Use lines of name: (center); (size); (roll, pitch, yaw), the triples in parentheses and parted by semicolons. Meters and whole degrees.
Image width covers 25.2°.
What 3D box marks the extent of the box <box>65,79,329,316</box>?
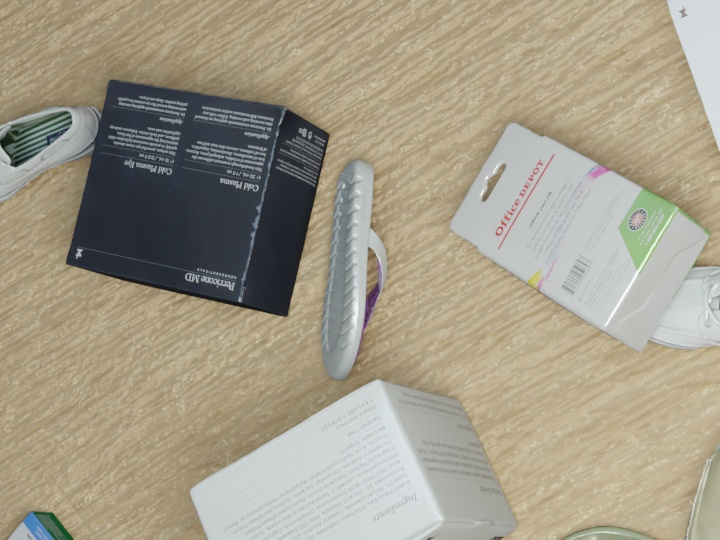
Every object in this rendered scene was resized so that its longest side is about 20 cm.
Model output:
box: (-0.154, -0.068, 1.521); (0.198, 0.104, 0.184); (12, 85, 25)

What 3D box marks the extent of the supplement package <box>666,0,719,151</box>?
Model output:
supplement package: (0.375, -0.175, 1.306); (0.198, 0.111, 0.157); (-22, 73, 19)

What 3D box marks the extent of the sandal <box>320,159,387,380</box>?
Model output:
sandal: (0.003, -0.001, 1.469); (0.049, 0.082, 0.205); (8, 80, -19)

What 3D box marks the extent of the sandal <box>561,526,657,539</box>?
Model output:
sandal: (0.242, 0.259, 1.320); (0.199, 0.057, 0.081); (8, 84, 24)

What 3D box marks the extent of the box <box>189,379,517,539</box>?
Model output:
box: (-0.001, 0.202, 1.358); (0.199, 0.199, 0.132); (-31, 70, 15)

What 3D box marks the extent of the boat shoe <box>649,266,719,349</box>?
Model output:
boat shoe: (0.311, 0.027, 1.324); (0.198, 0.065, 0.074); (-5, 80, 23)

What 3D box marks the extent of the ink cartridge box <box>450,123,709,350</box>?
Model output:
ink cartridge box: (0.182, -0.033, 1.365); (0.200, 0.067, 0.118); (36, 96, 42)

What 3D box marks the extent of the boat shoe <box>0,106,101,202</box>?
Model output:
boat shoe: (-0.355, -0.125, 1.638); (0.199, 0.067, 0.074); (-25, 72, 18)

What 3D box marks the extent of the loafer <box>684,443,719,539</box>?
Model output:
loafer: (0.309, 0.164, 1.286); (0.075, 0.068, 0.202); (18, 77, 26)

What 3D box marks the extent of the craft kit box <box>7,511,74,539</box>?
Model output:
craft kit box: (-0.311, 0.374, 1.550); (0.198, 0.048, 0.200); (-47, 67, 7)
